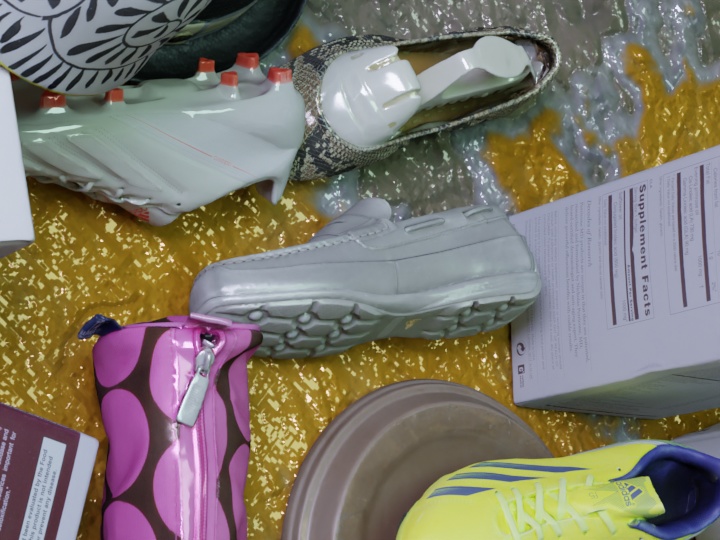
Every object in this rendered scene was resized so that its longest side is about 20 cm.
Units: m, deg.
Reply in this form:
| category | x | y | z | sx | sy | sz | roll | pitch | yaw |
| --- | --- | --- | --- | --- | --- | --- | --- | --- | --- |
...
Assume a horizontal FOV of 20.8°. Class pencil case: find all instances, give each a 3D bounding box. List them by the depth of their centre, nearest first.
| category | x | y | z | sx | sy | sz | roll | pitch | yaw |
| --- | --- | --- | --- | --- | --- | --- | --- | --- | --- |
| pencil case | -0.080 | 0.120 | 0.879 | 0.091 | 0.094 | 0.200 | 2 | 78 | -31 |

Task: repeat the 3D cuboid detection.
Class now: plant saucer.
| category | x | y | z | sx | sy | sz | roll | pitch | yaw |
| --- | --- | --- | --- | --- | --- | --- | --- | --- | --- |
| plant saucer | 0.048 | 0.153 | 1.006 | 0.200 | 0.029 | 0.200 | 10 | 74 | -35 |

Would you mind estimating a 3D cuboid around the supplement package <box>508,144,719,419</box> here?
| category | x | y | z | sx | sy | sz | roll | pitch | yaw |
| --- | --- | --- | --- | --- | --- | --- | --- | --- | --- |
| supplement package | 0.184 | 0.009 | 1.032 | 0.114 | 0.200 | 0.110 | 8 | 74 | -35 |

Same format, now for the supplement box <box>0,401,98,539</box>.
| category | x | y | z | sx | sy | sz | roll | pitch | yaw |
| --- | --- | --- | --- | --- | --- | --- | --- | --- | --- |
| supplement box | -0.217 | 0.092 | 0.806 | 0.200 | 0.061 | 0.109 | 25 | 64 | -30 |

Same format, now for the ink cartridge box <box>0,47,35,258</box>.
| category | x | y | z | sx | sy | sz | roll | pitch | yaw |
| --- | --- | --- | --- | --- | --- | --- | --- | --- | --- |
| ink cartridge box | -0.211 | -0.091 | 0.801 | 0.084 | 0.146 | 0.200 | -5 | 81 | -35 |

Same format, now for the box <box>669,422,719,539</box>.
| category | x | y | z | sx | sy | sz | roll | pitch | yaw |
| --- | --- | --- | --- | --- | --- | --- | --- | --- | --- |
| box | 0.289 | 0.166 | 1.130 | 0.152 | 0.106 | 0.200 | -17 | 89 | -38 |

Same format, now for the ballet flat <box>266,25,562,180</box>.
| category | x | y | z | sx | sy | sz | roll | pitch | yaw |
| --- | --- | --- | --- | --- | --- | --- | --- | --- | --- |
| ballet flat | 0.028 | -0.097 | 1.023 | 0.200 | 0.075 | 0.068 | -18 | 90 | -38 |

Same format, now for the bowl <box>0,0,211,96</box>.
| category | x | y | z | sx | sy | sz | roll | pitch | yaw |
| --- | --- | --- | --- | --- | --- | --- | --- | --- | --- |
| bowl | -0.096 | -0.178 | 0.780 | 0.201 | 0.094 | 0.201 | 37 | 46 | -52 |

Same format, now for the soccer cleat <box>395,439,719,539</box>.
| category | x | y | z | sx | sy | sz | roll | pitch | yaw |
| --- | --- | --- | --- | --- | --- | --- | --- | --- | --- |
| soccer cleat | 0.105 | 0.120 | 0.985 | 0.200 | 0.084 | 0.065 | -8 | 84 | -37 |

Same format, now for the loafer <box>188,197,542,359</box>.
| category | x | y | z | sx | sy | sz | roll | pitch | yaw |
| --- | --- | --- | --- | --- | --- | --- | --- | --- | --- |
| loafer | 0.000 | 0.000 | 0.990 | 0.200 | 0.070 | 0.070 | -4 | 63 | -36 |

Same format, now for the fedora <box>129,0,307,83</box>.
| category | x | y | z | sx | sy | sz | roll | pitch | yaw |
| --- | --- | --- | --- | --- | --- | --- | --- | --- | --- |
| fedora | -0.088 | -0.186 | 0.948 | 0.200 | 0.092 | 0.201 | 10 | 72 | -34 |

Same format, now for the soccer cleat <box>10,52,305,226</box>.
| category | x | y | z | sx | sy | sz | roll | pitch | yaw |
| --- | --- | --- | --- | --- | --- | --- | --- | --- | --- |
| soccer cleat | -0.115 | -0.055 | 0.916 | 0.200 | 0.069 | 0.078 | -7 | 114 | -30 |
